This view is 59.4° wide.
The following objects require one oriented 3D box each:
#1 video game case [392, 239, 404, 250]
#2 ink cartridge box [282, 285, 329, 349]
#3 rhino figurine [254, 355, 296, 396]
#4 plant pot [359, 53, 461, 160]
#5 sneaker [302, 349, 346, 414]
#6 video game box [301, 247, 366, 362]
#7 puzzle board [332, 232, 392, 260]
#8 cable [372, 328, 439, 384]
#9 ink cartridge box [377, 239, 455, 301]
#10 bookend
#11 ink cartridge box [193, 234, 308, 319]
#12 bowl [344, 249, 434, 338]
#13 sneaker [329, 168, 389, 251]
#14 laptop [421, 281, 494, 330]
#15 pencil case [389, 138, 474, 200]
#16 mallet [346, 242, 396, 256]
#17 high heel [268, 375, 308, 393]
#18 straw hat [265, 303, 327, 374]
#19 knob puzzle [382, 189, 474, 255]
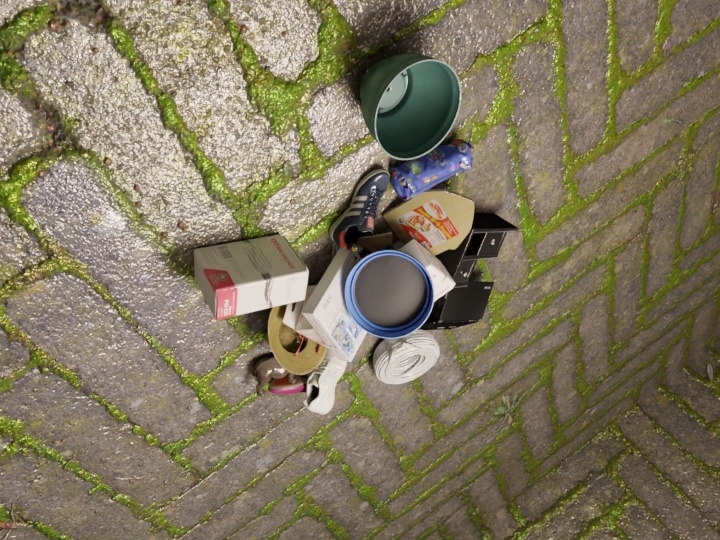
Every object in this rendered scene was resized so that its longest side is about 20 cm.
[{"bbox_3d":[0.146,-0.026,1.645,0.199,0.023,0.183,-29,137,-13],"label":"video game case"},{"bbox_3d":[-0.082,0.110,1.502,0.200,0.067,0.118,34,62,-41],"label":"ink cartridge box"},{"bbox_3d":[-0.181,0.237,1.594,0.199,0.060,0.088,-21,126,-26],"label":"rhino figurine"},{"bbox_3d":[0.080,-0.340,1.248,0.199,0.134,0.201,-21,135,-22],"label":"plant pot"},{"bbox_3d":[-0.092,0.270,1.628,0.080,0.070,0.202,26,75,-54],"label":"sneaker"},{"bbox_3d":[-0.034,0.077,1.463,0.183,0.047,0.201,55,52,-35],"label":"video game box"},{"bbox_3d":[0.000,0.000,1.547,0.150,0.017,0.201,-10,130,-17],"label":"puzzle board"},{"bbox_3d":[0.128,0.248,1.808,0.199,0.069,0.200,4,134,-36],"label":"cable"},{"bbox_3d":[0.125,0.023,1.524,0.146,0.083,0.200,-37,153,12],"label":"ink cartridge box"},{"bbox_3d":[0.288,-0.043,1.661,0.198,0.092,0.201,-4,123,-43],"label":"bookend"},{"bbox_3d":[-0.226,0.009,1.302,0.199,0.146,0.085,-13,133,-27],"label":"ink cartridge box"},{"bbox_3d":[0.065,0.051,1.410,0.199,0.039,0.202,1,102,7],"label":"bowl"},{"bbox_3d":[0.014,-0.129,1.413,0.075,0.085,0.201,18,112,-44],"label":"sneaker"},{"bbox_3d":[0.259,0.104,1.805,0.176,0.104,0.199,2,164,-37],"label":"laptop"},{"bbox_3d":[0.167,-0.231,1.441,0.199,0.087,0.078,-26,140,-16],"label":"pencil case"},{"bbox_3d":[0.032,-0.044,1.444,0.066,0.041,0.200,-40,155,9],"label":"mallet"},{"bbox_3d":[-0.161,0.321,1.668,0.199,0.067,0.097,-4,116,-38],"label":"high heel"},{"bbox_3d":[-0.174,0.159,1.507,0.085,0.203,0.200,-15,154,38],"label":"straw hat"},{"bbox_3d":[0.181,-0.125,1.516,0.218,0.031,0.221,0,131,0],"label":"knob puzzle"}]
